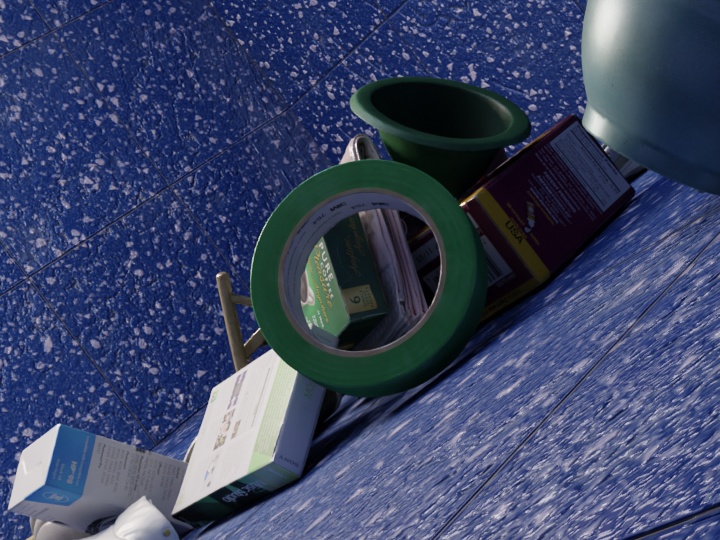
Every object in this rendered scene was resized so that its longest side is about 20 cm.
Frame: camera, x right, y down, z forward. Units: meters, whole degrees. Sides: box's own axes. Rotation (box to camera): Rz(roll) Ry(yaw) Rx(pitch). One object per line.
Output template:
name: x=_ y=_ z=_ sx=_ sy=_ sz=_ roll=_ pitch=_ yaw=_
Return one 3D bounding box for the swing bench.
swing bench: x=-0.073 y=0.082 z=1.646 sx=0.199 sy=0.130 sz=0.200 roll=-44 pitch=-36 yaw=-66

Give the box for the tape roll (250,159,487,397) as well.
tape roll: x=0.007 y=0.006 z=1.274 sx=0.200 sy=0.201 sz=0.048 roll=-37 pitch=-23 yaw=5

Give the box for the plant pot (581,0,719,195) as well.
plant pot: x=0.237 y=-0.136 z=1.047 sx=0.134 sy=0.200 sz=0.200 roll=-65 pitch=-8 yaw=19

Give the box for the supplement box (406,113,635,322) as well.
supplement box: x=0.146 y=-0.044 z=1.405 sx=0.131 sy=0.103 sz=0.200 roll=-37 pitch=1 yaw=44

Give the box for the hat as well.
hat: x=0.068 y=-0.077 z=1.420 sx=0.200 sy=0.166 sz=0.176 roll=-22 pitch=-49 yaw=-47

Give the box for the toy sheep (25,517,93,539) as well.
toy sheep: x=-0.296 y=0.273 z=1.615 sx=0.138 sy=0.138 sz=0.200 roll=-36 pitch=17 yaw=29

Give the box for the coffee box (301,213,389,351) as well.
coffee box: x=-0.036 y=0.022 z=1.413 sx=0.044 sy=0.123 sz=0.200 roll=-10 pitch=-18 yaw=-21

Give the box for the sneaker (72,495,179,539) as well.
sneaker: x=-0.238 y=0.272 z=1.429 sx=0.116 sy=0.074 sz=0.200 roll=-36 pitch=11 yaw=-29

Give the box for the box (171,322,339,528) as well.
box: x=-0.098 y=0.146 z=1.373 sx=0.200 sy=0.036 sz=0.144 roll=-36 pitch=32 yaw=51

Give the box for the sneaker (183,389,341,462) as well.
sneaker: x=-0.118 y=0.171 z=1.515 sx=0.200 sy=0.071 sz=0.099 roll=-32 pitch=-1 yaw=20

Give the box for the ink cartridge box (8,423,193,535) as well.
ink cartridge box: x=-0.238 y=0.227 z=1.505 sx=0.116 sy=0.200 sz=0.067 roll=-35 pitch=40 yaw=53

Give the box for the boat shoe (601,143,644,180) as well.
boat shoe: x=0.257 y=-0.114 z=1.614 sx=0.202 sy=0.065 sz=0.074 roll=-37 pitch=2 yaw=6

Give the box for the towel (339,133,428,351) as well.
towel: x=0.000 y=0.000 z=1.418 sx=0.032 sy=0.191 sz=0.200 roll=-8 pitch=-24 yaw=-20

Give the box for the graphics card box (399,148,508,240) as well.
graphics card box: x=0.089 y=-0.060 z=1.628 sx=0.200 sy=0.126 sz=0.051 roll=-14 pitch=-5 yaw=-33
